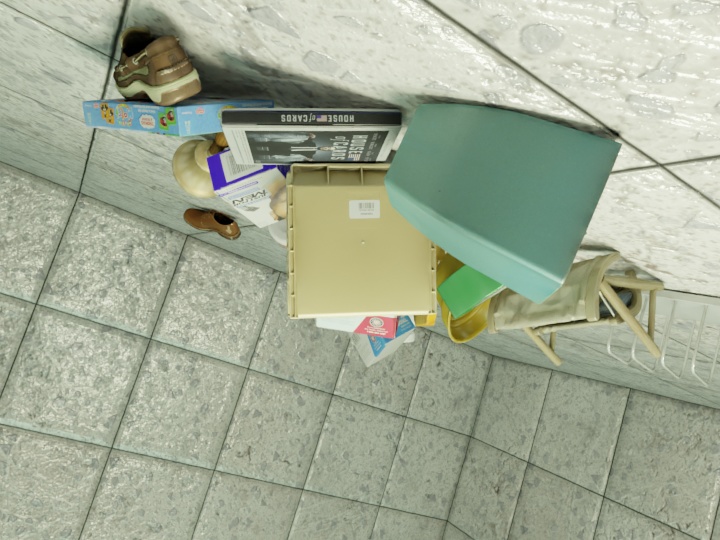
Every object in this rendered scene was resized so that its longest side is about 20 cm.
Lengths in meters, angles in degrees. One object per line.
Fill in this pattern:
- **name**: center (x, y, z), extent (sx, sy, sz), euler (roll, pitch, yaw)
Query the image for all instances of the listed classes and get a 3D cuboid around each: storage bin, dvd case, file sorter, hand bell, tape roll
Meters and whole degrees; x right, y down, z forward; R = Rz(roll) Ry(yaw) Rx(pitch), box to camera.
- **storage bin**: center (-0.003, -0.038, 0.809), extent (0.195, 0.203, 0.094), euler (-1, -178, -7)
- **dvd case**: center (-0.058, -0.156, 0.713), extent (0.195, 0.025, 0.150), euler (0, 174, -6)
- **file sorter**: center (0.541, 0.114, 1.015), extent (0.198, 0.127, 0.138), euler (12, 169, 46)
- **hand bell**: center (-0.228, -0.195, 0.957), extent (0.103, 0.106, 0.199), euler (22, 159, -25)
- **tape roll**: center (0.194, -0.010, 0.774), extent (0.049, 0.198, 0.201), euler (57, 179, 11)

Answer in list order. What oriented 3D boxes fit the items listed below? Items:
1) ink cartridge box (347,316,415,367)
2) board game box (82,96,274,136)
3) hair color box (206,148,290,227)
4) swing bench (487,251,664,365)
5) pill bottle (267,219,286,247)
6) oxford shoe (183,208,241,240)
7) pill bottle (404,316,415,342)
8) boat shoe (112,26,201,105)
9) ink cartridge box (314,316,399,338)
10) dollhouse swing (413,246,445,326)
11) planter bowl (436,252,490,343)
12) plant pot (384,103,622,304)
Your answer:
- **ink cartridge box**: center (0.013, 0.077, 1.249), extent (0.202, 0.083, 0.145), euler (59, 154, 15)
- **board game box**: center (-0.231, -0.200, 0.760), extent (0.197, 0.037, 0.150), euler (15, -156, 35)
- **hair color box**: center (-0.160, -0.141, 0.990), extent (0.107, 0.066, 0.200), euler (-19, 167, 7)
- **swing bench**: center (0.343, 0.058, 0.960), extent (0.198, 0.132, 0.197), euler (25, 156, -31)
- **pill bottle**: center (-0.108, -0.083, 1.251), extent (0.111, 0.115, 0.200), euler (16, 171, 20)
- **oxford shoe**: center (-0.455, -0.160, 1.816), extent (0.196, 0.072, 0.072), euler (17, 145, 15)
- **pill bottle**: center (0.089, 0.055, 1.338), extent (0.108, 0.205, 0.111), euler (0, -178, 0)
- **boat shoe**: center (-0.244, -0.245, 0.691), extent (0.201, 0.074, 0.076), euler (23, 141, 47)
- **ink cartridge box**: center (0.000, 0.000, 0.991), extent (0.142, 0.203, 0.084), euler (8, -148, 9)
- **dollhouse swing**: center (0.069, -0.005, 1.139), extent (0.178, 0.179, 0.200), euler (18, 173, -3)
- **planter bowl**: center (0.182, 0.014, 1.012), extent (0.083, 0.203, 0.200), euler (32, -179, 34)
- **plant pot**: center (0.132, -0.080, 0.619), extent (0.197, 0.143, 0.141), euler (25, 174, 11)
